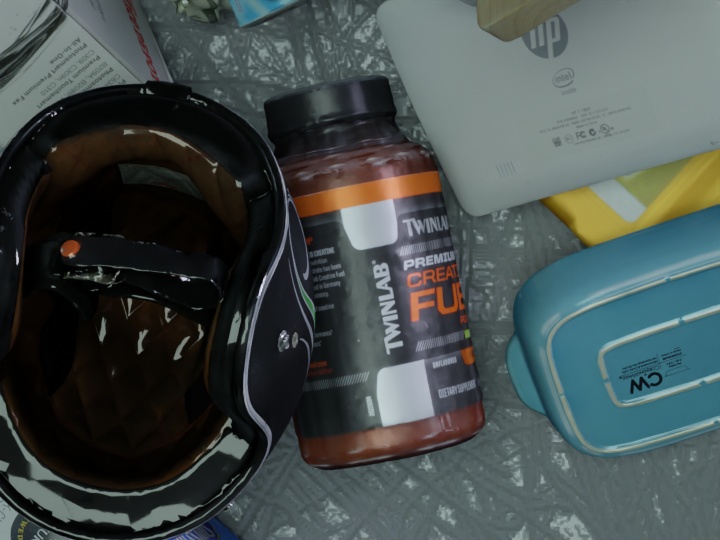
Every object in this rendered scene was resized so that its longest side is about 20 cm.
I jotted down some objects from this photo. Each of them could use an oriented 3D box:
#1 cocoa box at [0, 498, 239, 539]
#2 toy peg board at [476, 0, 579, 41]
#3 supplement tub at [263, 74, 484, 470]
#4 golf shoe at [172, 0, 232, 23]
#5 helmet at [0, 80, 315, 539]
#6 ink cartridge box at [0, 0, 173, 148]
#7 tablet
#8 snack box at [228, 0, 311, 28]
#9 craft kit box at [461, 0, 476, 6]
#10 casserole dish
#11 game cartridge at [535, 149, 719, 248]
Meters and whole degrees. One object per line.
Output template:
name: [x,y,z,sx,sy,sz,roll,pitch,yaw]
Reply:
cocoa box: [-0.180,0.198,1.064,0.131,0.133,0.200,41,99,6]
toy peg board: [0.097,-0.242,0.835,0.198,0.097,0.202,-27,51,42]
supplement tub: [0.000,0.000,1.036,0.106,0.107,0.202,-11,91,11]
golf shoe: [-0.093,-0.244,1.070,0.096,0.078,0.202,-24,94,-6]
helmet: [-0.112,0.028,0.945,0.198,0.192,0.202,4,50,-5]
ink cartridge box: [-0.195,-0.149,0.998,0.084,0.147,0.200,-37,130,10]
tablet: [0.106,-0.106,0.988,0.199,0.014,0.131,-15,106,40]
snack box: [-0.047,-0.243,1.001,0.115,0.037,0.202,-22,93,16]
craft kit box: [0.112,-0.258,0.942,0.196,0.048,0.202,-22,55,42]
casserole dish: [0.174,0.036,1.019,0.198,0.039,0.122,-18,111,11]
game cartridge: [0.160,-0.100,1.039,0.200,0.032,0.177,43,99,7]
